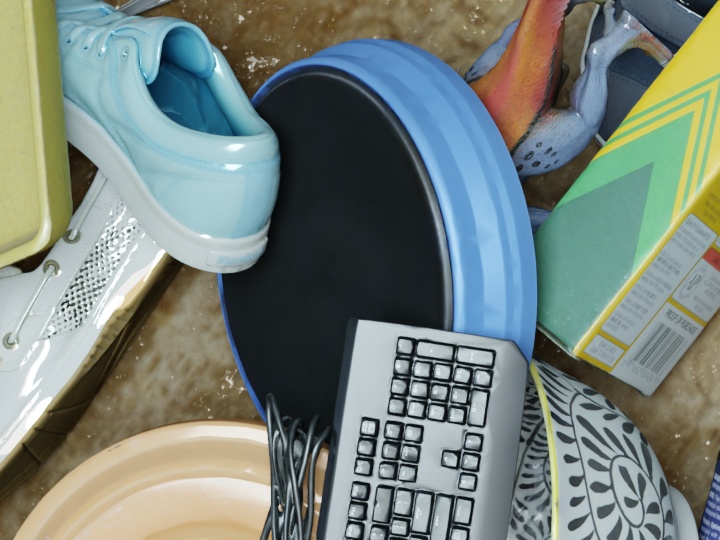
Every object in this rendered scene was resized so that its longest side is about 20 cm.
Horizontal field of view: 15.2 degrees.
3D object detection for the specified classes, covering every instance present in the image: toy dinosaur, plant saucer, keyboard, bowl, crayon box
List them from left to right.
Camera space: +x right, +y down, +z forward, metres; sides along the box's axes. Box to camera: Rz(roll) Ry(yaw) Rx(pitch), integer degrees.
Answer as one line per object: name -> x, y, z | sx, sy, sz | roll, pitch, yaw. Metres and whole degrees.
plant saucer -> -0.199, -0.070, 1.207 | 0.200, 0.048, 0.200 | -21, 67, 36
plant saucer -> -0.060, 0.162, 1.117 | 0.200, 0.032, 0.200 | 0, 89, 6
bowl -> 0.000, 0.000, 1.169 | 0.039, 0.201, 0.201 | -8, 90, -34
keyboard -> 0.004, 0.121, 1.074 | 0.104, 0.040, 0.200 | 8, 91, 7
toy dinosaur -> 0.044, -0.058, 1.176 | 0.181, 0.200, 0.105 | -45, 60, 7
bowl -> 0.088, 0.133, 1.172 | 0.094, 0.201, 0.201 | 8, 92, -17
crayon box -> 0.154, -0.045, 1.168 | 0.052, 0.126, 0.200 | 41, 95, 23

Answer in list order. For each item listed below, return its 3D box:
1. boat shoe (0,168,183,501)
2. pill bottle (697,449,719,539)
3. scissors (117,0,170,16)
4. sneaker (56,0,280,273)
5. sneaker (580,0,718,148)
boat shoe -> -0.144, 0.022, 1.243 | 0.069, 0.071, 0.200 | 35, 86, 6
pill bottle -> 0.201, 0.128, 1.175 | 0.112, 0.112, 0.200 | 15, 93, 7
scissors -> -0.026, -0.167, 1.252 | 0.200, 0.014, 0.073 | -9, 92, 9
sneaker -> -0.096, -0.090, 1.199 | 0.200, 0.074, 0.082 | 44, 130, 28
sneaker -> 0.156, -0.140, 1.195 | 0.078, 0.079, 0.200 | 26, 96, 6
